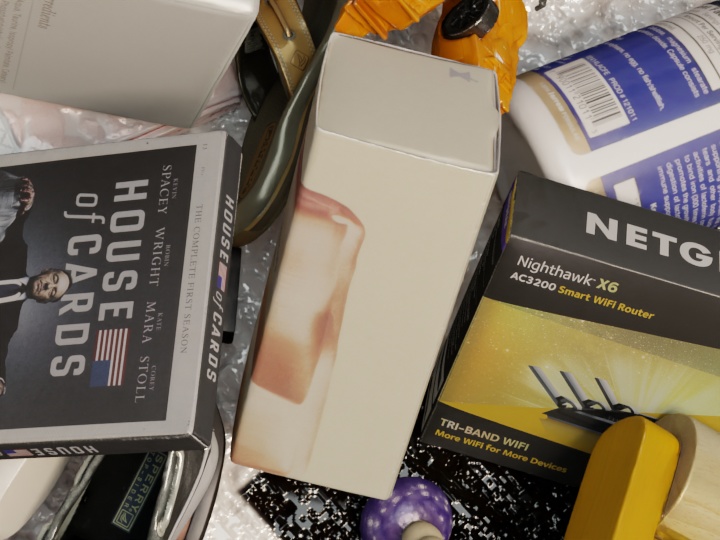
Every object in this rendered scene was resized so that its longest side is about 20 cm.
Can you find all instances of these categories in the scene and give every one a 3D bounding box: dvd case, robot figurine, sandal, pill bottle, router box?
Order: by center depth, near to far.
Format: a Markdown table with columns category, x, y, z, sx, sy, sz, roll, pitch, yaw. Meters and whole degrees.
| category | x | y | z | sx | sy | sz | roll | pitch | yaw |
| --- | --- | --- | --- | --- | --- | --- | --- | --- | --- |
| dvd case | -0.156 | 0.014 | 0.808 | 0.200 | 0.025 | 0.151 | -5 | 65 | 20 |
| router box | 0.147 | 0.048 | 0.883 | 0.200 | 0.157 | 0.052 | 16 | 43 | -3 |
| robot figurine | 0.041 | -0.170 | 0.909 | 0.145 | 0.058 | 0.200 | 46 | 34 | -30 |
| sandal | -0.044 | -0.110 | 0.919 | 0.054 | 0.080 | 0.200 | 25 | 75 | -16 |
| pill bottle | 0.176 | -0.078 | 0.928 | 0.200 | 0.116 | 0.116 | -21 | 83 | -10 |

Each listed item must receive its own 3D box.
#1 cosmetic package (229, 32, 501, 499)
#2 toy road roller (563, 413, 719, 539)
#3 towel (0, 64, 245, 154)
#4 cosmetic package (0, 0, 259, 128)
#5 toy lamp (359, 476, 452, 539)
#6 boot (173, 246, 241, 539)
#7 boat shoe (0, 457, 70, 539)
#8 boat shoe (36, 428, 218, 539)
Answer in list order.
| category | x | y | z | sx | sy | sz | roll | pitch | yaw |
| --- | --- | --- | --- | --- | --- | --- | --- | --- | --- |
| cosmetic package | 0.000 | 0.000 | 0.847 | 0.087 | 0.103 | 0.200 | 14 | 122 | -4 |
| toy road roller | 0.134 | 0.182 | 0.864 | 0.123 | 0.146 | 0.200 | 30 | 66 | -16 |
| towel | -0.187 | -0.142 | 0.924 | 0.191 | 0.032 | 0.200 | -26 | 84 | -23 |
| cosmetic package | -0.152 | -0.187 | 0.841 | 0.200 | 0.166 | 0.168 | 11 | 73 | -13 |
| toy lamp | 0.049 | 0.159 | 0.828 | 0.058 | 0.200 | 0.058 | -5 | 106 | -17 |
| boot | -0.167 | 0.063 | 0.889 | 0.200 | 0.068 | 0.189 | 5 | 80 | -5 |
| boat shoe | -0.151 | 0.033 | 0.848 | 0.068 | 0.072 | 0.200 | 27 | 81 | 14 |
| boat shoe | -0.128 | 0.152 | 0.817 | 0.074 | 0.068 | 0.200 | 30 | 87 | 12 |
